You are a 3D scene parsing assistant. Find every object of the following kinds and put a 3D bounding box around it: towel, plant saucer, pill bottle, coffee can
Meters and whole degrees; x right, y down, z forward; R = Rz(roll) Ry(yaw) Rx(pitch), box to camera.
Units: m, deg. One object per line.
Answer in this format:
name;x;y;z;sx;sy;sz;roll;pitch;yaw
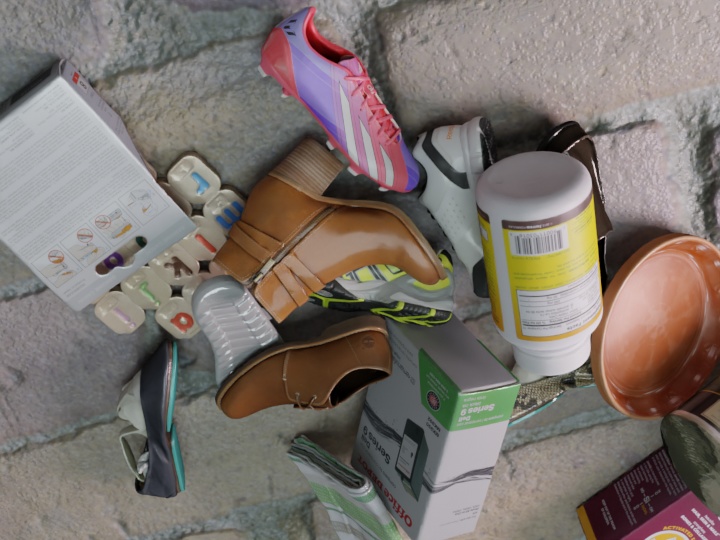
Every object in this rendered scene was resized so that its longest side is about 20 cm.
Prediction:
towel;-0.001;0.284;1.371;0.031;0.149;0.201;-38;123;-21
plant saucer;0.316;0.058;1.302;0.198;0.032;0.203;-13;113;-32
pill bottle;0.173;-0.003;1.172;0.108;0.110;0.202;-12;122;-1
coffee can;0.442;0.157;1.314;0.199;0.146;0.147;-34;123;-15

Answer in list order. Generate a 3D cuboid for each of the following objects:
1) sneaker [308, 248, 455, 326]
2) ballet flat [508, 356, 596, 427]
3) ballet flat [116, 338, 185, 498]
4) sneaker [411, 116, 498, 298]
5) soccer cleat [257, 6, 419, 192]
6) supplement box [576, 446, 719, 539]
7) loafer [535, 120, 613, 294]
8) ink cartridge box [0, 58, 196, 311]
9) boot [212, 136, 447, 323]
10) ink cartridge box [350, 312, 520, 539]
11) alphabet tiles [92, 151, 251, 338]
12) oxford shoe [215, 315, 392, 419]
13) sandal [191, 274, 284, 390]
sneaker;0.000;0.000;1.250;0.197;0.075;0.077;14;75;-2
ballet flat;0.219;0.106;1.347;0.198;0.068;0.076;-20;100;-3
ballet flat;-0.223;0.162;1.309;0.072;0.073;0.202;-2;123;-7
sneaker;0.103;-0.061;1.230;0.079;0.074;0.202;-3;122;18
soccer cleat;-0.007;-0.153;1.140;0.200;0.067;0.076;43;118;-15
supplement box;0.371;0.282;1.453;0.199;0.086;0.110;-39;118;15
loafer;0.222;-0.057;1.227;0.073;0.071;0.202;-33;131;-21
ink cartridge box;-0.276;-0.077;1.172;0.161;0.050;0.200;-33;123;12
boot;-0.029;-0.009;1.184;0.199;0.074;0.155;38;84;2
ink cartridge box;0.074;0.163;1.295;0.083;0.146;0.202;-7;124;-32
alphabet tiles;-0.204;-0.025;1.229;0.200;0.015;0.195;-40;115;15
oxford shoe;-0.059;0.115;1.259;0.198;0.072;0.071;-24;148;14
sandal;-0.122;0.066;1.273;0.081;0.050;0.204;-19;139;-6
